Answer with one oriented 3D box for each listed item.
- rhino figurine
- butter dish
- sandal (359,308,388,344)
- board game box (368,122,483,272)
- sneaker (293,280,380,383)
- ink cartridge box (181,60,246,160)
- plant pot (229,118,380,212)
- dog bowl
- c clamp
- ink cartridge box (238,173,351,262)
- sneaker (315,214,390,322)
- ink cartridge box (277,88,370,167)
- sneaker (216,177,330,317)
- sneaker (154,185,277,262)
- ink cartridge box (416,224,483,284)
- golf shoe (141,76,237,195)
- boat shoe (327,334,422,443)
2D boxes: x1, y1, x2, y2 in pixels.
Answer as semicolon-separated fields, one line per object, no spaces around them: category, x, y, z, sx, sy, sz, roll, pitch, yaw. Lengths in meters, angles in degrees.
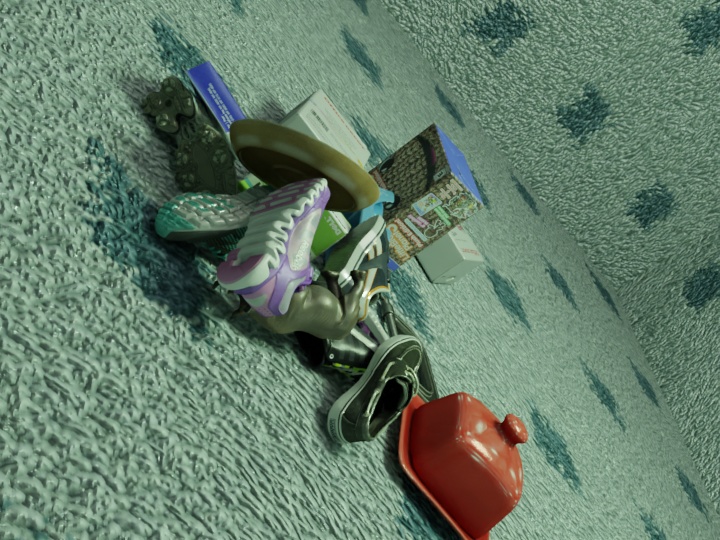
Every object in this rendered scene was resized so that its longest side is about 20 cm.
rhino figurine;-0.082;0.032;1.168;0.200;0.060;0.088;10;77;-35
butter dish;0.157;0.244;1.346;0.200;0.148;0.200;51;19;-15
sandal;0.019;0.107;1.402;0.083;0.050;0.203;59;-1;-41
board game box;0.090;-0.126;1.722;0.097;0.200;0.160;41;23;-34
sneaker;-0.038;0.103;1.270;0.200;0.072;0.083;49;49;-22
ink cartridge box;-0.185;-0.213;1.334;0.100;0.039;0.200;57;-4;2
plant pot;-0.072;-0.119;1.213;0.200;0.028;0.200;22;-14;6
dog bowl;-0.005;-0.060;1.513;0.050;0.111;0.200;33;34;-20
c clamp;0.063;0.117;1.529;0.171;0.027;0.200;46;19;-41
ink cartridge box;-0.087;-0.086;1.354;0.148;0.076;0.200;54;6;-5
sneaker;0.000;0.000;1.354;0.079;0.078;0.200;52;33;-15
ink cartridge box;-0.069;-0.199;1.636;0.145;0.084;0.200;52;19;-12
sneaker;-0.082;-0.024;1.114;0.089;0.080;0.200;56;41;-27
sneaker;-0.156;-0.042;1.176;0.200;0.091;0.078;-10;34;-46
ink cartridge box;0.143;-0.079;1.958;0.200;0.085;0.144;61;19;12
golf shoe;-0.195;-0.153;1.271;0.200;0.078;0.097;64;14;20
boat shoe;0.037;0.147;1.233;0.200;0.064;0.071;-47;125;-46
